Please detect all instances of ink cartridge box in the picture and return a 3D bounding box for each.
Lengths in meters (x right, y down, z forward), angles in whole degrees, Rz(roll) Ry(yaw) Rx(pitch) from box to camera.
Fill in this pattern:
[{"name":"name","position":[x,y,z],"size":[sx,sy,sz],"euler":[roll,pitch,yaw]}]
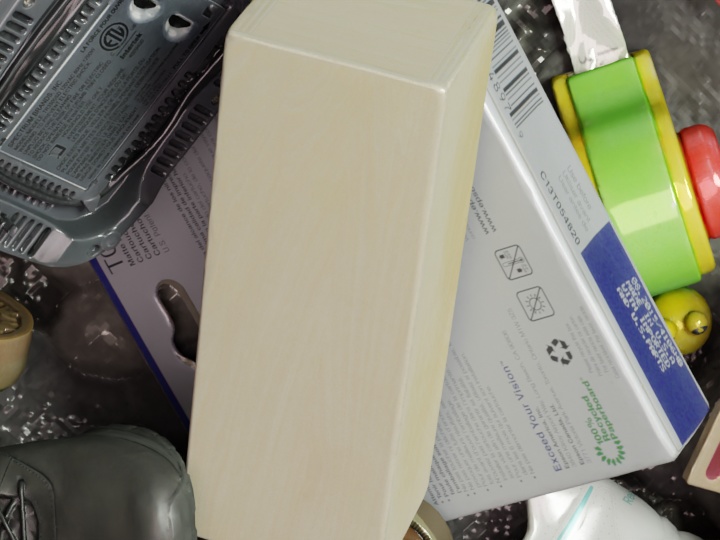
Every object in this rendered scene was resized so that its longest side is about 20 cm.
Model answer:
[{"name":"ink cartridge box","position":[0.000,0.000,1.019],"size":[0.199,0.041,0.200],"euler":[-19,106,37]}]

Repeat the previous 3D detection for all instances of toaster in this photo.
[{"name":"toaster","position":[-0.112,-0.097,0.959],"size":[0.200,0.129,0.113],"euler":[-52,143,12]}]

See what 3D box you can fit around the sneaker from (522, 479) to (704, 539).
[{"name":"sneaker","position":[0.042,0.159,1.068],"size":[0.080,0.070,0.201],"euler":[38,95,-3]}]

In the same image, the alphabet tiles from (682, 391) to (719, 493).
[{"name":"alphabet tiles","position":[0.218,0.055,1.023],"size":[0.199,0.008,0.168],"euler":[16,106,-27]}]

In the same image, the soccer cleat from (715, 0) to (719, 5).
[{"name":"soccer cleat","position":[0.220,-0.121,0.997],"size":[0.198,0.067,0.077],"euler":[4,136,-5]}]

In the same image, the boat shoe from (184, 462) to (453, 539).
[{"name":"boat shoe","position":[-0.068,0.112,1.032],"size":[0.199,0.068,0.072],"euler":[-6,110,21]}]

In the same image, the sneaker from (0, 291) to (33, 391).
[{"name":"sneaker","position":[-0.225,0.037,1.046],"size":[0.199,0.067,0.090],"euler":[12,112,-1]}]

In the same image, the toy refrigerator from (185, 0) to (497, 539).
[{"name":"toy refrigerator","position":[-0.008,0.001,0.949],"size":[0.075,0.070,0.201],"euler":[14,123,12]}]

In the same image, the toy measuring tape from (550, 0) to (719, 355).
[{"name":"toy measuring tape","position":[0.090,-0.060,1.004],"size":[0.073,0.074,0.201],"euler":[-17,104,6]}]

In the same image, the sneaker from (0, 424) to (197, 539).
[{"name":"sneaker","position":[-0.144,0.096,0.997],"size":[0.199,0.091,0.077],"euler":[-8,85,38]}]
